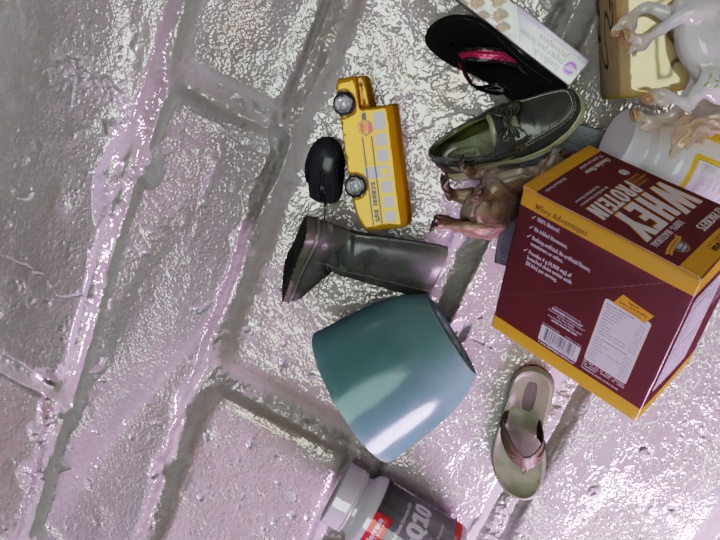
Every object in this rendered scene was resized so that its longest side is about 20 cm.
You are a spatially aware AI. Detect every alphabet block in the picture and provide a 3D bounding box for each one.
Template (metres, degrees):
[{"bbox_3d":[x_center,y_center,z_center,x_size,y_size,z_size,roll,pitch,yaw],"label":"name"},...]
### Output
[{"bbox_3d":[0.364,-0.299,0.736,0.195,0.195,0.202,-4,102,16],"label":"alphabet block"}]

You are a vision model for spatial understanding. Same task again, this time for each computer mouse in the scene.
[{"bbox_3d":[-0.055,-0.087,0.966,0.058,0.034,0.202,6,105,10],"label":"computer mouse"}]

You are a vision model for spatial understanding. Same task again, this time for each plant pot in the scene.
[{"bbox_3d":[0.056,0.126,0.916,0.160,0.201,0.201,-33,95,8],"label":"plant pot"}]

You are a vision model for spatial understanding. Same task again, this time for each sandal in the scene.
[{"bbox_3d":[0.228,0.234,0.967,0.079,0.057,0.203,5,105,12],"label":"sandal"},{"bbox_3d":[0.167,-0.250,0.853,0.199,0.045,0.075,33,149,1],"label":"sandal"}]

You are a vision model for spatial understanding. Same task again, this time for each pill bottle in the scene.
[{"bbox_3d":[0.047,0.381,1.015,0.199,0.114,0.114,30,108,4],"label":"pill bottle"},{"bbox_3d":[0.384,-0.115,0.795,0.199,0.112,0.113,20,108,-8],"label":"pill bottle"}]

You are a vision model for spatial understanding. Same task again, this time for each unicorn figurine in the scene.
[{"bbox_3d":[0.313,-0.220,0.637,0.136,0.074,0.201,-17,113,7],"label":"unicorn figurine"}]

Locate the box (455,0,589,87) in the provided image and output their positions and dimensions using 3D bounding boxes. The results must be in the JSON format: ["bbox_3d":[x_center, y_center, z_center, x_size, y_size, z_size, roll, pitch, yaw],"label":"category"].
[{"bbox_3d":[0.194,-0.305,0.852,0.200,0.041,0.039,39,108,2],"label":"box"}]

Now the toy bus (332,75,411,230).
[{"bbox_3d":[0.017,-0.158,0.915,0.078,0.065,0.202,-5,103,14],"label":"toy bus"}]

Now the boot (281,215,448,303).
[{"bbox_3d":[0.000,0.002,0.948,0.198,0.073,0.182,9,147,-19],"label":"boot"}]

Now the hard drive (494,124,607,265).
[{"bbox_3d":[0.261,-0.089,0.888,0.134,0.042,0.201,17,106,9],"label":"hard drive"}]

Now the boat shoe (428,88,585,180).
[{"bbox_3d":[0.176,-0.169,0.848,0.200,0.066,0.072,-20,73,34],"label":"boat shoe"}]

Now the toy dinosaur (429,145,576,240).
[{"bbox_3d":[0.172,-0.079,0.859,0.135,0.086,0.200,18,150,-19],"label":"toy dinosaur"}]

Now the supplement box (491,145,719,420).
[{"bbox_3d":[0.274,0.009,0.747,0.197,0.132,0.201,35,139,32],"label":"supplement box"}]
